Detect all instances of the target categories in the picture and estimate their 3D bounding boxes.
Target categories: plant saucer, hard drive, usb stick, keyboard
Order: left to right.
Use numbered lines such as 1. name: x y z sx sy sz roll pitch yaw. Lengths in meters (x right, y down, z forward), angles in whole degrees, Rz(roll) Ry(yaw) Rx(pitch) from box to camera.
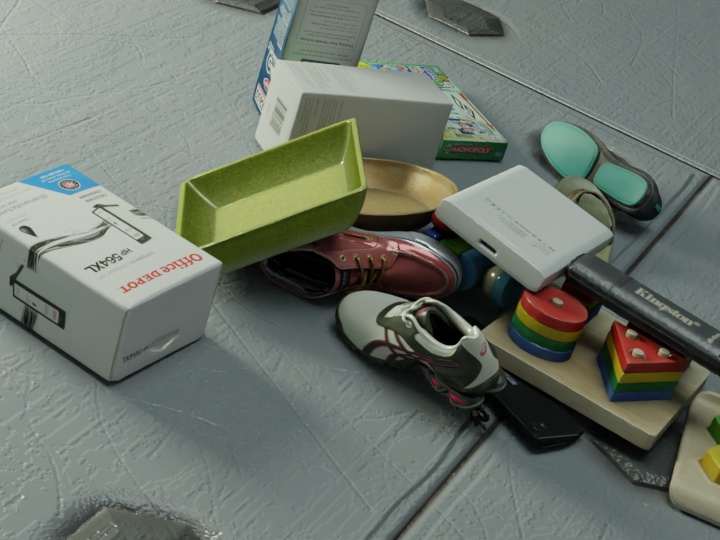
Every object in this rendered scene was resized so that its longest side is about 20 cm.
1. plant saucer: -0.084 -0.067 1.700 0.199 0.048 0.200 -20 24 6
2. plant saucer: 0.006 -0.077 1.833 0.199 0.036 0.200 3 21 -1
3. keyboard: 0.119 0.108 1.642 0.127 0.021 0.200 0 33 -39
4. hard drive: 0.173 -0.047 1.761 0.132 0.027 0.200 38 28 15
5. usb stick: 0.291 0.043 1.677 0.200 0.033 0.055 34 28 23

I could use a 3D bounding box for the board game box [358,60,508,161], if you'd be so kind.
1. board game box: 0.081 -0.202 2.130 0.134 0.029 0.200 0 34 -31

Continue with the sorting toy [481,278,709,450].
1. sorting toy: 0.246 0.071 1.709 0.200 0.070 0.199 30 27 17

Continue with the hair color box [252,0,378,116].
1. hair color box: -0.052 -0.268 1.987 0.100 0.201 0.061 5 33 -24

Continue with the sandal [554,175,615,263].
1. sandal: 0.266 -0.058 1.964 0.079 0.058 0.201 16 30 -5

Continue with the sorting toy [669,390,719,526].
1. sorting toy: 0.398 0.196 1.636 0.185 0.037 0.200 23 30 8

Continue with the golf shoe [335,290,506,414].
1. golf shoe: 0.054 0.053 1.599 0.200 0.088 0.077 26 55 36

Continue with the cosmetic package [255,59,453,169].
1. cosmetic package: -0.007 -0.171 1.948 0.199 0.108 0.085 2 32 -30

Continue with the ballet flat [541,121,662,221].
1. ballet flat: 0.300 -0.118 2.087 0.073 0.073 0.200 -5 31 -36

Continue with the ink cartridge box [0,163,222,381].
1. ink cartridge box: -0.248 -0.002 1.546 0.200 0.085 0.146 30 31 20

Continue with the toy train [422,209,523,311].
1. toy train: 0.155 -0.022 1.809 0.116 0.085 0.200 32 32 26

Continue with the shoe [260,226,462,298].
1. shoe: 0.000 0.000 1.708 0.199 0.072 0.091 16 30 6
